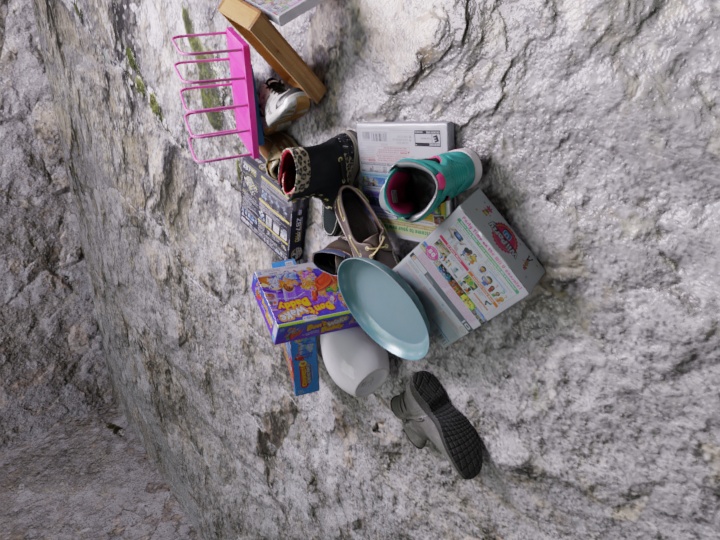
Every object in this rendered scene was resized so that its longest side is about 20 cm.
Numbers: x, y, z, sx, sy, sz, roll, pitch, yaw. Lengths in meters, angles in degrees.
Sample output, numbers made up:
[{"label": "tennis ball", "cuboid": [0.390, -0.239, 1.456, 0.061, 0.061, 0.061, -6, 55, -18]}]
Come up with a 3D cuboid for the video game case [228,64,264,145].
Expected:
[{"label": "video game case", "cuboid": [-0.237, -0.338, 1.082, 0.199, 0.017, 0.149, -146, 47, -63]}]

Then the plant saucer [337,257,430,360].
[{"label": "plant saucer", "cuboid": [0.040, 0.058, 0.851, 0.198, 0.027, 0.204, 35, 149, 25]}]

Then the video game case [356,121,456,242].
[{"label": "video game case", "cuboid": [0.072, -0.142, 0.845, 0.196, 0.022, 0.189, 16, 118, 46]}]

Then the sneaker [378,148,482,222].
[{"label": "sneaker", "cuboid": [0.067, -0.111, 0.751, 0.197, 0.119, 0.086, -16, 96, 52]}]

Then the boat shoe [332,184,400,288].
[{"label": "boat shoe", "cuboid": [0.015, -0.049, 0.873, 0.205, 0.070, 0.060, 62, 172, 12]}]

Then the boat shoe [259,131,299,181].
[{"label": "boat shoe", "cuboid": [-0.152, -0.215, 1.042, 0.199, 0.072, 0.078, 40, 134, 32]}]

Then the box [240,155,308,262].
[{"label": "box", "cuboid": [-0.195, -0.136, 1.152, 0.199, 0.048, 0.166, 39, 135, 33]}]

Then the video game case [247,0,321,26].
[{"label": "video game case", "cuboid": [-0.133, -0.468, 0.851, 0.199, 0.142, 0.018, 40, 159, 31]}]

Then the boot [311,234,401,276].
[{"label": "boot", "cuboid": [0.000, 0.000, 0.936, 0.197, 0.095, 0.077, 28, 127, 40]}]

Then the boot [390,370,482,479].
[{"label": "boot", "cuboid": [0.133, 0.291, 0.946, 0.203, 0.066, 0.132, 58, 146, 26]}]

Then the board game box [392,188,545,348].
[{"label": "board game box", "cuboid": [0.146, 0.005, 0.769, 0.149, 0.064, 0.200, 51, 142, 4]}]

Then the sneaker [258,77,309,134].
[{"label": "sneaker", "cuboid": [-0.155, -0.315, 0.970, 0.198, 0.074, 0.091, 4, 112, 65]}]

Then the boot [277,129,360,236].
[{"label": "boot", "cuboid": [-0.079, -0.138, 0.923, 0.073, 0.151, 0.209, 39, 133, 30]}]

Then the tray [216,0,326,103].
[{"label": "tray", "cuboid": [-0.141, -0.367, 0.879, 0.098, 0.199, 0.037, 41, 95, 30]}]

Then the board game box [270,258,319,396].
[{"label": "board game box", "cuboid": [-0.139, 0.119, 1.111, 0.202, 0.054, 0.201, -116, 21, -47]}]

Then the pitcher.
[{"label": "pitcher", "cuboid": [-0.031, 0.159, 1.039, 0.201, 0.118, 0.175, 52, 144, 35]}]

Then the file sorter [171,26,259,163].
[{"label": "file sorter", "cuboid": [-0.272, -0.324, 0.978, 0.140, 0.121, 0.206, -127, 31, -47]}]

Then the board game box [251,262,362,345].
[{"label": "board game box", "cuboid": [-0.086, 0.050, 0.962, 0.136, 0.194, 0.046, 57, 142, 34]}]
